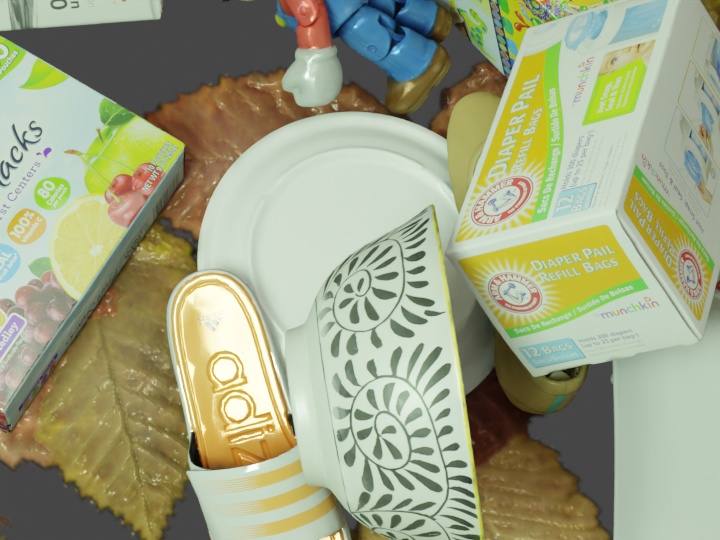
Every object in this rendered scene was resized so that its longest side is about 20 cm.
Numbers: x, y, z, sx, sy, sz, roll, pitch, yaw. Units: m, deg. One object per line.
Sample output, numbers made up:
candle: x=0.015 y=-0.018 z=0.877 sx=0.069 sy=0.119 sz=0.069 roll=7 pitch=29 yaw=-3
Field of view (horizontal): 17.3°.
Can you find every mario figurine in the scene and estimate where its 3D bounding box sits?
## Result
mario figurine: x=-0.045 y=-0.170 z=1.452 sx=0.200 sy=0.123 sz=0.106 roll=32 pitch=93 yaw=-23

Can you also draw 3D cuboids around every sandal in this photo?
sandal: x=-0.068 y=0.101 z=1.360 sx=0.079 sy=0.059 sz=0.207 roll=-20 pitch=90 yaw=5

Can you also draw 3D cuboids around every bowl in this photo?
bowl: x=0.011 y=0.068 z=1.306 sx=0.094 sy=0.201 sz=0.201 roll=-8 pitch=71 yaw=2

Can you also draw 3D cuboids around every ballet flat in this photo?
ballet flat: x=0.100 y=-0.016 z=1.399 sx=0.069 sy=0.063 sz=0.200 roll=-11 pitch=82 yaw=-15

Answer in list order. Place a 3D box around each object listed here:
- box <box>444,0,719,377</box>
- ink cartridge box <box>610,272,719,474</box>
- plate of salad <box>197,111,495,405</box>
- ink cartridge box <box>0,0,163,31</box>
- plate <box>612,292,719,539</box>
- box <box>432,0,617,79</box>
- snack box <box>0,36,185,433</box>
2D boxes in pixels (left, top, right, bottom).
box: x=0.139 y=-0.052 z=1.322 sx=0.112 sy=0.101 sz=0.200 roll=-15 pitch=37 yaw=33
ink cartridge box: x=0.268 y=0.065 z=1.374 sx=0.200 sy=0.147 sz=0.083 roll=40 pitch=33 yaw=11
plate of salad: x=0.000 y=0.000 z=1.433 sx=0.200 sy=0.048 sz=0.200 roll=3 pitch=70 yaw=-8
ink cartridge box: x=-0.223 y=-0.224 z=1.435 sx=0.200 sy=0.146 sz=0.085 roll=-6 pitch=35 yaw=-4
plate: x=0.239 y=0.105 z=1.336 sx=0.200 sy=0.200 sz=0.032 roll=8 pitch=23 yaw=28
box: x=0.135 y=-0.239 z=1.494 sx=0.200 sy=0.122 sz=0.193 roll=-41 pitch=79 yaw=-17
snack box: x=-0.216 y=-0.024 z=1.423 sx=0.142 sy=0.053 sz=0.200 roll=30 pitch=70 yaw=8
